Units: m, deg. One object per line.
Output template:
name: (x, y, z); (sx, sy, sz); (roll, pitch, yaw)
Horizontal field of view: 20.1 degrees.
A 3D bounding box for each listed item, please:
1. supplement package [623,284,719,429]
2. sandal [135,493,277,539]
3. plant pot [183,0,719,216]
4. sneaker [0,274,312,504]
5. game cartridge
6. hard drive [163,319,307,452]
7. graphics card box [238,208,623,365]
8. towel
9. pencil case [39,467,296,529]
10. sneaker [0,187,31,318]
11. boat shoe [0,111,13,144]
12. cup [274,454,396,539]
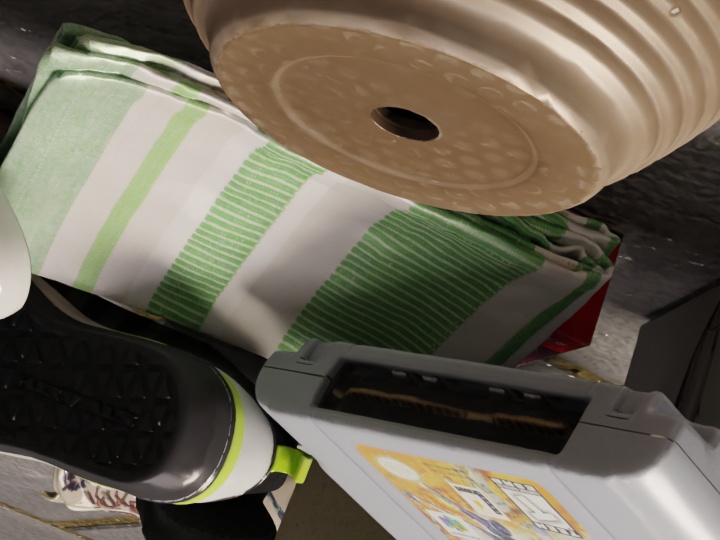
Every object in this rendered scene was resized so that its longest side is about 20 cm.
supplement package: (0.176, 0.071, 0.738); (0.116, 0.118, 0.200); (21, 161, -10)
sandal: (-0.079, 0.117, 0.969); (0.075, 0.048, 0.200); (13, -172, -5)
plant pot: (0.023, -0.076, 0.499); (0.199, 0.093, 0.201); (18, 162, 6)
sneaker: (-0.099, 0.049, 0.791); (0.199, 0.072, 0.082); (25, -175, 42)
game cartridge: (0.064, 0.081, 0.684); (0.199, 0.042, 0.133); (6, 142, 51)
hard drive: (-0.049, 0.064, 1.087); (0.131, 0.026, 0.200); (20, 161, -5)
graphics card box: (0.000, 0.000, 0.812); (0.125, 0.051, 0.200); (24, 162, -19)
towel: (-0.030, -0.007, 0.702); (0.198, 0.024, 0.153); (21, 147, -13)
pencil case: (-0.087, 0.131, 1.218); (0.198, 0.090, 0.078); (18, 163, 5)
sneaker: (-0.201, -0.040, 0.704); (0.200, 0.084, 0.073); (40, 142, 18)
boat shoe: (-0.149, -0.012, 0.893); (0.059, 0.072, 0.200); (17, 157, 12)
cup: (0.035, 0.143, 0.867); (0.198, 0.145, 0.200); (-7, 175, -1)
